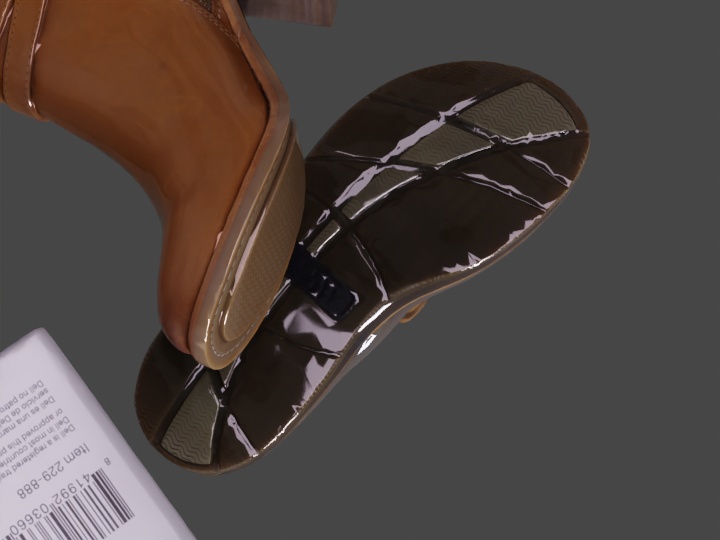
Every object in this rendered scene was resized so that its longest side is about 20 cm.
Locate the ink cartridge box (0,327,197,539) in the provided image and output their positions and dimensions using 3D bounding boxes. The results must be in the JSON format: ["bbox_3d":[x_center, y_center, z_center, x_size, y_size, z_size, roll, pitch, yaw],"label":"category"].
[{"bbox_3d":[-0.114,0.146,0.924,0.146,0.084,0.200,-35,88,-18],"label":"ink cartridge box"}]

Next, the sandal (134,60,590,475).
[{"bbox_3d":[0.000,0.000,1.000,0.082,0.055,0.200,42,87,12],"label":"sandal"}]

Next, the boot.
[{"bbox_3d":[-0.094,-0.066,0.958,0.154,0.077,0.201,7,71,6],"label":"boot"}]
